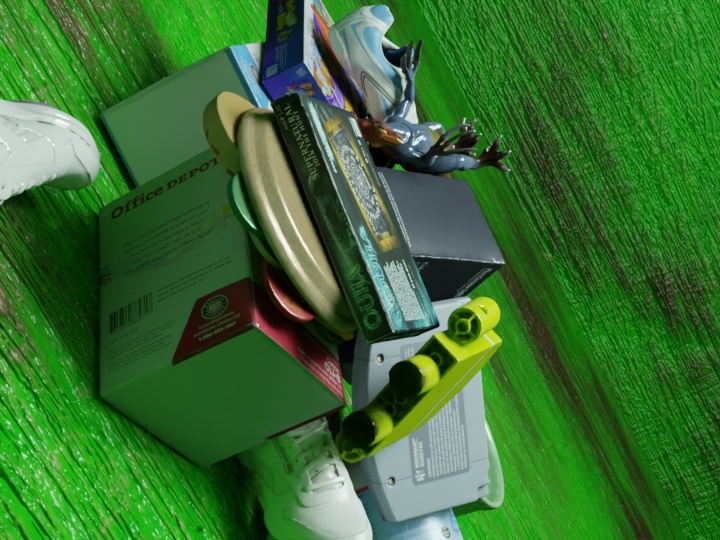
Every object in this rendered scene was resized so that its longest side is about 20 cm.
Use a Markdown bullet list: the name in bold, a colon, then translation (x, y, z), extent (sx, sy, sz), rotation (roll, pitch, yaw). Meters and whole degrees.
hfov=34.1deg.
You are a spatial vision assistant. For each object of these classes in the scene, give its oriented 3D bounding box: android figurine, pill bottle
- **android figurine**: translation (0.056, 0.096, 1.016), extent (0.041, 0.182, 0.200), rotation (45, 23, 13)
- **pill bottle**: translation (0.039, 0.250, 1.193), extent (0.109, 0.109, 0.201), rotation (20, 47, -67)

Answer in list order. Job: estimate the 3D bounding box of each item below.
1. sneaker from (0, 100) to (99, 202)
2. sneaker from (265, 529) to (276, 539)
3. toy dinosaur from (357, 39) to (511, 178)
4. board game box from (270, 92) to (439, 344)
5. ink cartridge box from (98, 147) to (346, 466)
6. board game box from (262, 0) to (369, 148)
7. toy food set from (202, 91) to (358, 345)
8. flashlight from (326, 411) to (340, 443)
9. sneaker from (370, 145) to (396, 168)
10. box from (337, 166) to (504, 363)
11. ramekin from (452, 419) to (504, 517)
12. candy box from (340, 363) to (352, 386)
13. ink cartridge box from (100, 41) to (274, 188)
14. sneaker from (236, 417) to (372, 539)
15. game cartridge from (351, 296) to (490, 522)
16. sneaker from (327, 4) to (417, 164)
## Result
- **sneaker**: translation (-0.258, -0.075, 0.815), extent (0.200, 0.075, 0.100), rotation (22, 59, -61)
- **sneaker**: translation (-0.018, 0.264, 1.071), extent (0.200, 0.075, 0.087), rotation (54, 14, -35)
- **toy dinosaur**: translation (0.056, -0.111, 1.136), extent (0.181, 0.200, 0.105), rotation (-8, 45, -33)
- **board game box**: translation (-0.002, -0.040, 0.938), extent (0.201, 0.028, 0.135), rotation (68, 18, 8)
- **ink cartridge box**: translation (-0.117, 0.026, 0.967), extent (0.145, 0.145, 0.200), rotation (46, 26, -46)
- **board game box**: translation (-0.042, -0.191, 1.162), extent (0.135, 0.045, 0.200), rotation (57, 17, -34)
- **toy food set**: translation (-0.049, -0.038, 0.926), extent (0.200, 0.049, 0.198), rotation (41, 29, -54)
- **flashlight**: translation (-0.048, 0.102, 1.221), extent (0.068, 0.067, 0.200), rotation (104, -15, -47)
- **sneaker**: translation (-0.035, -0.062, 1.280), extent (0.076, 0.200, 0.088), rotation (50, 1, 37)
- **box**: translation (0.000, 0.000, 1.142), extent (0.182, 0.200, 0.104), rotation (5, 53, -43)
- **ramekin**: translation (0.087, 0.208, 1.420), extent (0.200, 0.097, 0.200), rotation (56, 19, -30)
- **candy box**: translation (0.034, 0.110, 1.267), extent (0.026, 0.103, 0.200), rotation (-12, 35, -34)
- **ink cartridge box**: translation (-0.127, -0.128, 1.151), extent (0.147, 0.146, 0.200), rotation (64, 15, -7)
- **sneaker**: translation (-0.054, 0.159, 0.984), extent (0.200, 0.075, 0.100), rotation (48, -42, 40)
- **game cartridge**: translation (0.057, 0.133, 1.128), extent (0.133, 0.040, 0.201), rotation (-8, 96, -32)
- **sneaker**: translation (0.032, -0.178, 1.172), extent (0.200, 0.072, 0.072), rotation (60, 14, -48)
